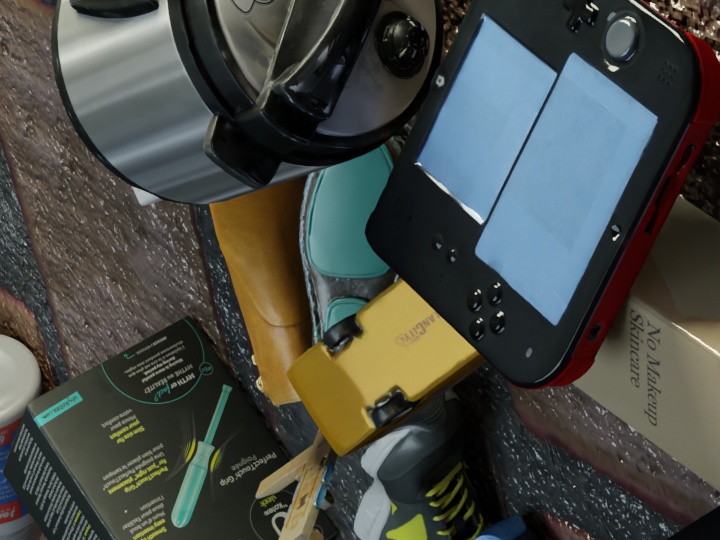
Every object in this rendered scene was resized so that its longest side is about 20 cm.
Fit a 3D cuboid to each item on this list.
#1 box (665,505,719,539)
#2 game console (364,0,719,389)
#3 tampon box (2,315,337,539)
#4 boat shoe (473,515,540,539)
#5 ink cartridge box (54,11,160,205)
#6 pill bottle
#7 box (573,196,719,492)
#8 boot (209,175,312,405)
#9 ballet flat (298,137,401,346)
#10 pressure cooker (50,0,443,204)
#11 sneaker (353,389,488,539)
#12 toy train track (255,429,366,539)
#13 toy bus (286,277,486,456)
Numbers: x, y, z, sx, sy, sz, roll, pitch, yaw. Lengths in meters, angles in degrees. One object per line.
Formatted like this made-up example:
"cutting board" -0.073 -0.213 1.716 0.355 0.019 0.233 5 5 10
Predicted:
"box" 0.211 0.230 1.423 0.123 0.198 0.200 8 122 59
"game console" 0.089 -0.058 1.433 0.177 0.031 0.200 42 114 39
"tampon box" -0.142 0.169 2.071 0.200 0.150 0.126 55 153 14
"boat shoe" 0.079 0.239 1.814 0.069 0.084 0.200 48 154 22
"ink cartridge box" -0.099 -0.134 1.757 0.146 0.084 0.200 66 155 -2
"pill bottle" -0.322 0.159 2.441 0.112 0.112 0.200 42 149 35
"box" 0.170 0.034 1.441 0.200 0.078 0.095 36 143 42
"boot" -0.047 0.009 1.764 0.201 0.071 0.144 88 170 -81
"ballet flat" 0.000 0.000 1.727 0.074 0.074 0.201 28 120 49
"pressure cooker" -0.052 -0.136 1.546 0.200 0.178 0.176 -14 92 52
"sneaker" 0.051 0.142 1.795 0.085 0.074 0.200 45 159 18
"toy train track" -0.021 0.141 1.824 0.033 0.115 0.200 50 -160 -11
"toy bus" 0.044 0.032 1.620 0.200 0.078 0.065 -38 79 36
